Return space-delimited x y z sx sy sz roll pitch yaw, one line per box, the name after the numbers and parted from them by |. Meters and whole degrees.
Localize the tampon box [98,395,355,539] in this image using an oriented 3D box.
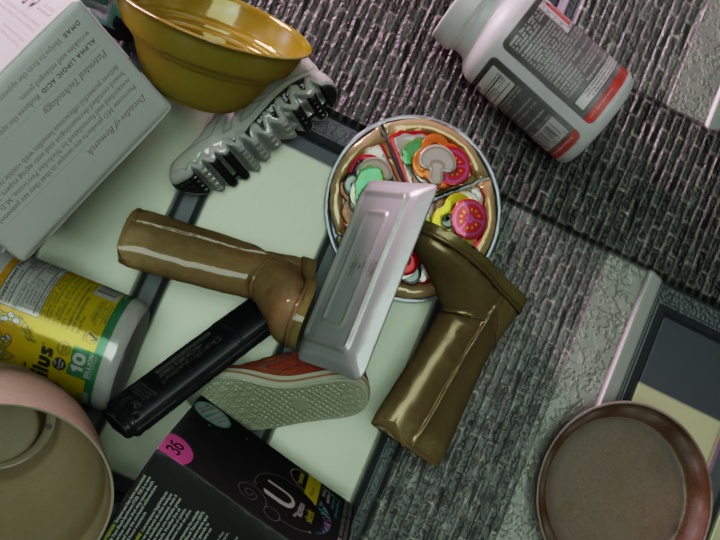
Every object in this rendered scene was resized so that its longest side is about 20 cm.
-0.122 0.245 0.832 0.198 0.150 0.127 35 100 -2 | tampon box

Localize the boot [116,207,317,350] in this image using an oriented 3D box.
-0.143 0.006 0.857 0.195 0.175 0.068 17 103 -7 | boot

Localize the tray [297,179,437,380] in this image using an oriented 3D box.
0.000 0.000 0.861 0.022 0.106 0.204 30 77 -39 | tray

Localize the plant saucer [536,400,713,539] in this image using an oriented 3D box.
0.280 0.243 0.943 0.195 0.034 0.206 0 85 -5 | plant saucer

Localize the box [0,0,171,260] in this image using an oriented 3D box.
-0.315 -0.152 0.815 0.200 0.198 0.131 -47 132 -7 | box

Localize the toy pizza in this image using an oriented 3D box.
0.059 -0.068 0.944 0.195 0.032 0.206 0 86 -5 | toy pizza

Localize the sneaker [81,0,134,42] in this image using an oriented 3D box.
-0.252 -0.332 0.858 0.076 0.200 0.143 11 79 13 | sneaker

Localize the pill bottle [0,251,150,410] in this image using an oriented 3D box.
-0.318 0.050 0.859 0.196 0.113 0.115 22 84 -4 | pill bottle

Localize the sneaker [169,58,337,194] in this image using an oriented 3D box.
-0.121 -0.155 0.920 0.198 0.075 0.082 -36 71 -6 | sneaker

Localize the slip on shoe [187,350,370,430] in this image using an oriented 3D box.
-0.086 0.118 0.906 0.195 0.062 0.076 -5 122 5 | slip on shoe

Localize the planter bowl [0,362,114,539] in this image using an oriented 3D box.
-0.322 0.166 0.766 0.195 0.135 0.205 -9 118 -18 | planter bowl

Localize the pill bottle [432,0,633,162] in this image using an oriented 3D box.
0.179 -0.221 0.924 0.199 0.116 0.116 41 83 -2 | pill bottle

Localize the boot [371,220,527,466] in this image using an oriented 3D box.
0.072 0.075 0.888 0.174 0.066 0.202 36 82 -27 | boot

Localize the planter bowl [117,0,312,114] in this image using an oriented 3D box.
-0.151 -0.208 0.846 0.196 0.201 0.085 22 114 -4 | planter bowl

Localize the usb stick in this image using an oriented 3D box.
-0.162 0.093 0.868 0.199 0.055 0.033 -38 134 -31 | usb stick
